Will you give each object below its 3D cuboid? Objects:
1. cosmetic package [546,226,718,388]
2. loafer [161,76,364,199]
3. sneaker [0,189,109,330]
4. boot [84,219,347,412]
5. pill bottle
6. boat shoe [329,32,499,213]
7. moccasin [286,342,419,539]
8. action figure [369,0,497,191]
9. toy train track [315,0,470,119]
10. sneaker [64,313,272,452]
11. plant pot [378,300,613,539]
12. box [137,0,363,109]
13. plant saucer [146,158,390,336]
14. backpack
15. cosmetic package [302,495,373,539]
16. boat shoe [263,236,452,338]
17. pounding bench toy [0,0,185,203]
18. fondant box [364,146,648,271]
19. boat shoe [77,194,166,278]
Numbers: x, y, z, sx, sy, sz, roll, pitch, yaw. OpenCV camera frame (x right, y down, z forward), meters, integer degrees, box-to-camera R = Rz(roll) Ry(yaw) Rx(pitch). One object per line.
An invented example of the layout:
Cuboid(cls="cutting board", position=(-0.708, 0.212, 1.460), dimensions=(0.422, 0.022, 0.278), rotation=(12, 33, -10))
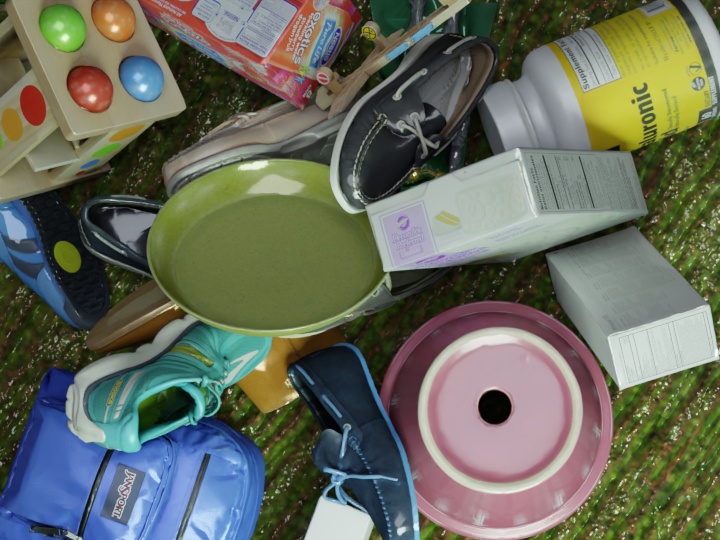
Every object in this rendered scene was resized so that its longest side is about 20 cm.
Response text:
Cuboid(cls="cosmetic package", position=(0.215, 0.027, 1.420), dimensions=(0.082, 0.200, 0.051), rotation=(-15, 110, -2))
Cuboid(cls="loafer", position=(-0.082, -0.112, 1.516), dimensions=(0.199, 0.072, 0.063), rotation=(-19, 63, -20))
Cuboid(cls="sneaker", position=(-0.292, -0.028, 1.533), dimensions=(0.078, 0.066, 0.201), rotation=(-33, 91, 33))
Cuboid(cls="boot", position=(-0.114, 0.063, 1.467), dimensions=(0.200, 0.071, 0.145), rotation=(-30, 113, -14))
Cuboid(cls="pill bottle", position=(0.203, -0.150, 1.490), dimensions=(0.199, 0.111, 0.112), rotation=(-21, 81, -2))
Cuboid(cls="boat shoe", position=(0.046, -0.122, 1.426), dimensions=(0.200, 0.060, 0.074), rotation=(-50, 125, -35))
Cuboid(cls="moccasin", position=(-0.008, 0.148, 1.421), dimensions=(0.068, 0.081, 0.200), rotation=(-10, 43, -16))
Cuboid(cls="action figure", position=(0.060, -0.142, 1.528), dimensions=(0.117, 0.055, 0.202), rotation=(4, 87, -10))
Cuboid(cls="toy train track", position=(0.020, -0.188, 1.432), dimensions=(0.033, 0.200, 0.115), rotation=(45, 49, -13))
Cuboid(cls="sneaker", position=(-0.135, 0.091, 1.370), dimensions=(0.079, 0.200, 0.078), rotation=(19, 124, 35))
Cuboid(cls="plant pot", position=(0.110, 0.119, 1.424), dimensions=(0.198, 0.179, 0.202), rotation=(0, 83, 3))
Cuboid(cls="box", position=(-0.111, -0.234, 1.502), dimensions=(0.199, 0.095, 0.100), rotation=(31, 84, 26))
Cuboid(cls="plant saucer", position=(-0.069, -0.014, 1.404), dimensions=(0.198, 0.031, 0.201), rotation=(-1, 43, 1))
Cuboid(cls="backpack", position=(-0.185, 0.185, 1.437), dimensions=(0.199, 0.168, 0.164), rotation=(19, 90, 4))
Cuboid(cls="cosmetic package", position=(-0.046, 0.288, 1.457), dimensions=(0.050, 0.083, 0.201), rotation=(20, 83, 8))
Cuboid(cls="boat shoe", position=(0.001, 0.001, 1.453), dimensions=(0.200, 0.066, 0.072), rotation=(-18, 87, -39))
Cuboid(cls="pounding bench toy", position=(-0.262, -0.187, 1.473), dimensions=(0.124, 0.156, 0.201), rotation=(-20, 81, -45))
Cuboid(cls="fondant box", position=(0.119, -0.048, 1.401), dimensions=(0.144, 0.200, 0.059), rotation=(-20, 80, 33))
Cuboid(cls="boat shoe", position=(-0.144, -0.020, 1.510), dimensions=(0.199, 0.062, 0.075), rotation=(22, 78, -2))
